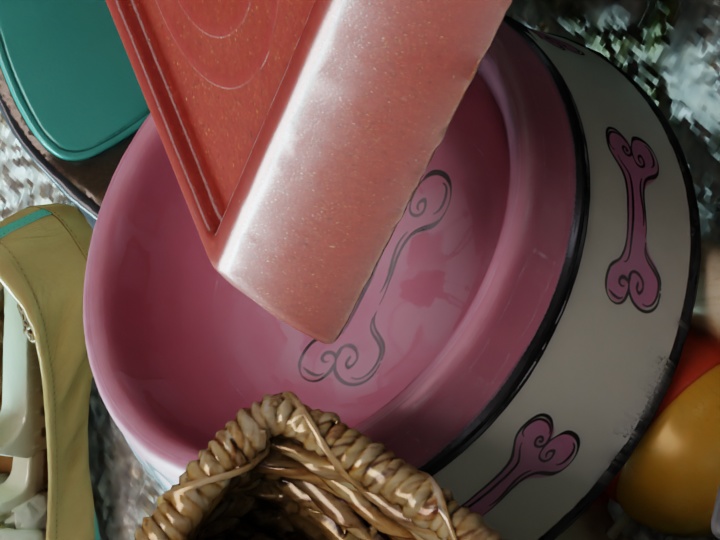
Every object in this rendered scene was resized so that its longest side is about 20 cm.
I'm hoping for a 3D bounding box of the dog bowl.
[{"bbox_3d":[0.000,0.000,0.922,0.200,0.074,0.201,-18,57,29],"label":"dog bowl"}]

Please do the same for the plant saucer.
[{"bbox_3d":[-0.034,-0.106,0.819,0.200,0.037,0.200,117,136,-56],"label":"plant saucer"}]

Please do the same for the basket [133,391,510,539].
[{"bbox_3d":[-0.002,0.160,0.821,0.200,0.143,0.149,38,145,6],"label":"basket"}]

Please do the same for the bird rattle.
[{"bbox_3d":[0.089,0.065,0.933,0.163,0.112,0.200,-56,49,23],"label":"bird rattle"}]

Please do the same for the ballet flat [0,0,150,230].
[{"bbox_3d":[-0.081,-0.037,1.060,0.073,0.073,0.200,-42,77,40],"label":"ballet flat"}]

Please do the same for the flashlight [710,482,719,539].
[{"bbox_3d":[0.151,-0.014,0.793,0.068,0.068,0.200,135,154,-76],"label":"flashlight"}]

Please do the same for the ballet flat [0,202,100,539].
[{"bbox_3d":[-0.136,0.072,1.138,0.069,0.063,0.201,18,112,39],"label":"ballet flat"}]
